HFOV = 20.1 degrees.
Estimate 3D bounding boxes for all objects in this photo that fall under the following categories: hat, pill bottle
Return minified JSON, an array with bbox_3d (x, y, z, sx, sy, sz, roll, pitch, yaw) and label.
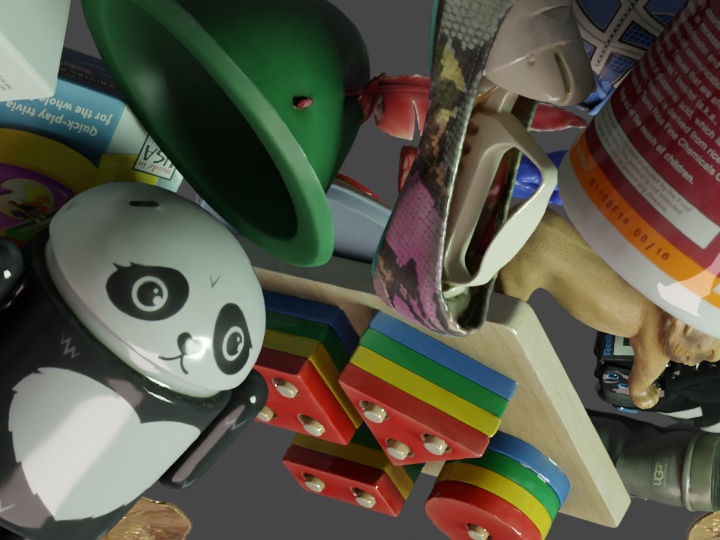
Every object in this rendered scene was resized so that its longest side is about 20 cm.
[{"bbox_3d":[-0.008,-0.114,0.934,0.166,0.176,0.200,43,163,20],"label":"hat"},{"bbox_3d":[0.177,-0.078,0.800,0.113,0.113,0.200,22,118,-32],"label":"pill bottle"}]

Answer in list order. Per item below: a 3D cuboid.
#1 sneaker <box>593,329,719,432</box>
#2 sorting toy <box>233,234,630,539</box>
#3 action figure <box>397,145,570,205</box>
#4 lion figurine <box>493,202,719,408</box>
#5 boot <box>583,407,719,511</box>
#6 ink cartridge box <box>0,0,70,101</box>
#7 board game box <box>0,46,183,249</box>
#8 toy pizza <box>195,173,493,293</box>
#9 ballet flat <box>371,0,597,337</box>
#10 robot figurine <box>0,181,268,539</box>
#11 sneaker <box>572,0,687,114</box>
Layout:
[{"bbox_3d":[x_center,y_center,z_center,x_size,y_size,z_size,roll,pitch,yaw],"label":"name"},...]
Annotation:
[{"bbox_3d":[0.199,0.046,1.187,0.112,0.073,0.200,10,156,-15],"label":"sneaker"},{"bbox_3d":[0.025,0.082,1.127,0.198,0.070,0.200,13,150,34],"label":"sorting toy"},{"bbox_3d":[0.122,-0.024,1.028,0.199,0.099,0.065,-7,161,19],"label":"action figure"},{"bbox_3d":[0.130,0.006,1.113,0.199,0.073,0.123,15,145,1],"label":"lion figurine"},{"bbox_3d":[0.148,0.116,1.347,0.199,0.073,0.182,3,175,21],"label":"boot"},{"bbox_3d":[-0.244,-0.134,0.871,0.199,0.083,0.147,-4,154,18],"label":"ink cartridge box"},{"bbox_3d":[-0.187,-0.019,1.019,0.151,0.047,0.200,17,114,-24],"label":"board game box"},{"bbox_3d":[0.000,0.000,1.122,0.200,0.032,0.200,25,155,13],"label":"toy pizza"},{"bbox_3d":[0.059,-0.063,0.865,0.071,0.201,0.069,30,-156,36],"label":"ballet flat"},{"bbox_3d":[-0.133,0.052,0.970,0.200,0.125,0.150,-47,167,17],"label":"robot figurine"},{"bbox_3d":[0.134,-0.092,0.900,0.199,0.077,0.076,1,157,13],"label":"sneaker"}]
